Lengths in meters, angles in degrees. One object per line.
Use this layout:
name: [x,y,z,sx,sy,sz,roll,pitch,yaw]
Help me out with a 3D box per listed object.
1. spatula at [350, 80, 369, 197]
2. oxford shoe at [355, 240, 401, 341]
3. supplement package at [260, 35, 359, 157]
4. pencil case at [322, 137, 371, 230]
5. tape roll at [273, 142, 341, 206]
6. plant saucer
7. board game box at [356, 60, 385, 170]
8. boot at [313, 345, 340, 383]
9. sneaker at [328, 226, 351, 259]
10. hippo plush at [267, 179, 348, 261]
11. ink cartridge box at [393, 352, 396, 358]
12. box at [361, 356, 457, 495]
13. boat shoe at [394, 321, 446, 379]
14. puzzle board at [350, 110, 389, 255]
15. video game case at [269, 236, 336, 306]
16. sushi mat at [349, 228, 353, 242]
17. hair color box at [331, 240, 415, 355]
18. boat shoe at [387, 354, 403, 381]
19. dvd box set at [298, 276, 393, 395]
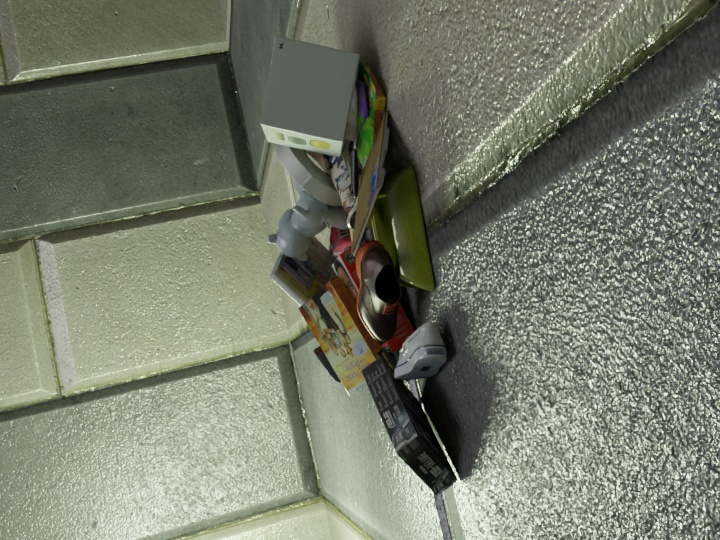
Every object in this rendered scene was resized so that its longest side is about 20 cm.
spatula: [-0.004,-0.231,1.382,0.057,0.020,0.206,-134,48,-68]
oxford shoe: [0.035,0.051,1.315,0.073,0.070,0.203,47,156,48]
supplement package: [-0.091,-0.305,1.401,0.200,0.148,0.155,-169,90,-87]
pencil case: [-0.014,-0.166,1.509,0.090,0.076,0.203,67,-178,-51]
tape roll: [-0.093,-0.221,1.604,0.037,0.201,0.206,-42,47,24]
plant saucer: [0.060,-0.065,1.336,0.200,0.047,0.205,-175,74,-77]
board game box: [0.016,-0.267,1.401,0.203,0.029,0.097,89,163,-47]
boot: [-0.022,0.211,1.674,0.203,0.096,0.075,61,177,-26]
sneaker: [-0.039,-0.077,1.712,0.200,0.072,0.089,-155,56,-75]
hippo plush: [-0.101,-0.094,1.656,0.162,0.156,0.202,-55,20,30]
ink cartridge box: [0.037,0.072,1.584,0.100,0.038,0.205,-127,28,-62]
box: [0.084,0.270,1.365,0.158,0.049,0.201,51,-172,-39]
boat shoe: [0.102,0.138,1.308,0.200,0.072,0.067,126,142,-65]
puzzle board: [0.019,-0.147,1.307,0.152,0.017,0.203,113,168,-45]
video game case: [-0.103,0.014,1.743,0.200,0.022,0.184,44,-141,-22]
sushi mat: [0.000,0.000,1.575,0.096,0.012,0.206,-142,44,-72]
hair color box: [0.024,0.055,1.453,0.203,0.060,0.102,61,166,5]
boat shoe: [0.015,0.161,1.534,0.203,0.059,0.076,61,-161,-14]
dvd box set: [-0.031,0.129,1.494,0.203,0.029,0.146,59,143,5]
